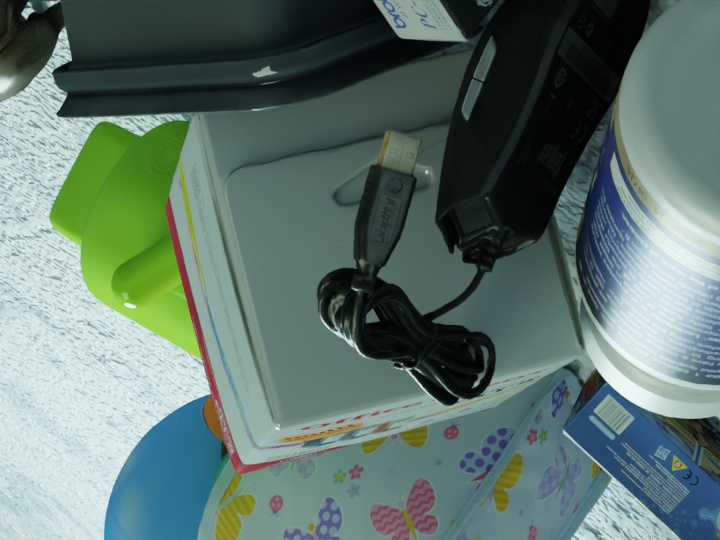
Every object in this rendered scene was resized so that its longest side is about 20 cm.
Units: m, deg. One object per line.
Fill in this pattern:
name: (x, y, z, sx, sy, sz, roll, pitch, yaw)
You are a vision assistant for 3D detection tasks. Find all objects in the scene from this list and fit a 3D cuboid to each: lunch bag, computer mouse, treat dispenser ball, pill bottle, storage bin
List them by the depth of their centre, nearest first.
computer mouse: (0.040, -0.051, 0.918, 0.046, 0.201, 0.140, 24, -178, 30)
pill bottle: (0.148, -0.020, 0.950, 0.115, 0.116, 0.200, 33, 157, 12)
storage bin: (-0.051, -0.151, 1.007, 0.200, 0.145, 0.135, 6, 114, 54)
lunch bag: (0.021, 0.135, 1.333, 0.169, 0.200, 0.127, 19, 151, 37)
treat dispenser ball: (-0.071, 0.177, 1.554, 0.200, 0.201, 0.201, 32, 157, 15)

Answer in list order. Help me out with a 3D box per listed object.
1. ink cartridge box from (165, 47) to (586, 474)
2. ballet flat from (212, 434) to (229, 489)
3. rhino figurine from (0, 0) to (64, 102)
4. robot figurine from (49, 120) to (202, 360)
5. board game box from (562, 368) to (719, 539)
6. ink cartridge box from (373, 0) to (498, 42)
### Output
ink cartridge box: (0.000, 0.000, 1.073, 0.200, 0.145, 0.145, 125, 131, -77)
ballet flat: (-0.055, 0.112, 1.442, 0.074, 0.201, 0.074, 3, 154, 1)
rhino figurine: (-0.217, -0.125, 1.342, 0.060, 0.088, 0.200, 43, 157, -12)
robot figurine: (-0.075, -0.008, 1.313, 0.199, 0.116, 0.175, 28, 179, 19)
board game box: (0.189, 0.122, 1.157, 0.200, 0.034, 0.135, 43, -167, 3)
ink cartridge box: (0.003, -0.190, 0.873, 0.044, 0.094, 0.200, 9, 144, 50)
